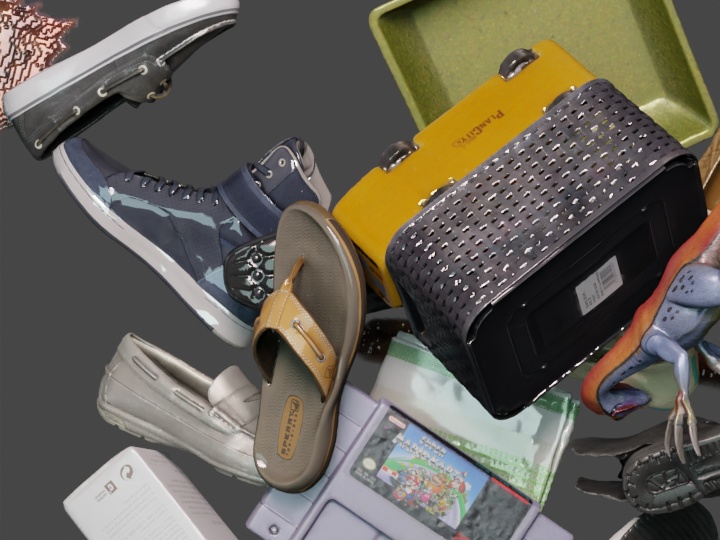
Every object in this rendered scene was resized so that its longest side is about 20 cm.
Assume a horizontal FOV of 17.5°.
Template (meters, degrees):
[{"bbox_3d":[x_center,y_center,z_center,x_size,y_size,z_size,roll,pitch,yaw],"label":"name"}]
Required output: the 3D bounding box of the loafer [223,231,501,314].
[{"bbox_3d":[0.000,0.000,1.660,0.199,0.070,0.069,-4,91,-9],"label":"loafer"}]

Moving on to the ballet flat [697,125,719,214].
[{"bbox_3d":[0.265,-0.052,1.639,0.068,0.072,0.201,30,87,-16],"label":"ballet flat"}]

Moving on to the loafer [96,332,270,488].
[{"bbox_3d":[-0.097,0.105,1.690,0.199,0.070,0.070,20,101,13],"label":"loafer"}]

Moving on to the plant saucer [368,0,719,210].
[{"bbox_3d":[0.129,-0.148,1.653,0.198,0.048,0.201,-23,119,7],"label":"plant saucer"}]

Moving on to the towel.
[{"bbox_3d":[0.060,0.161,1.683,0.148,0.031,0.202,19,89,14],"label":"towel"}]

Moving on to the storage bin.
[{"bbox_3d":[0.129,-0.013,1.568,0.199,0.136,0.094,-37,55,-10],"label":"storage bin"}]

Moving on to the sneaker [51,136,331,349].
[{"bbox_3d":[-0.114,-0.063,1.704,0.202,0.077,0.146,41,103,2],"label":"sneaker"}]

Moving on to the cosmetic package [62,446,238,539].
[{"bbox_3d":[-0.116,0.223,1.668,0.074,0.102,0.200,-40,77,4],"label":"cosmetic package"}]

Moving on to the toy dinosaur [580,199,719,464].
[{"bbox_3d":[0.220,0.027,1.578,0.180,0.105,0.202,-20,79,27],"label":"toy dinosaur"}]

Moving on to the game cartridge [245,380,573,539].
[{"bbox_3d":[0.036,0.180,1.635,0.199,0.038,0.130,34,93,-1],"label":"game cartridge"}]

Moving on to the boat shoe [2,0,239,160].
[{"bbox_3d":[-0.172,-0.147,1.742,0.199,0.069,0.057,-26,88,12],"label":"boat shoe"}]

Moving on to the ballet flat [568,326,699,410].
[{"bbox_3d":[0.146,0.041,1.655,0.198,0.069,0.070,15,86,8],"label":"ballet flat"}]

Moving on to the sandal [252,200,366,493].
[{"bbox_3d":[-0.048,0.055,1.583,0.081,0.054,0.202,21,105,37],"label":"sandal"}]

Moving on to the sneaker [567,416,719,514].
[{"bbox_3d":[0.244,0.126,1.613,0.198,0.104,0.061,-12,96,6],"label":"sneaker"}]

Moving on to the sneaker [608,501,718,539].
[{"bbox_3d":[0.164,0.231,1.632,0.200,0.088,0.074,-41,104,-20],"label":"sneaker"}]

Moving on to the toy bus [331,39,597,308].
[{"bbox_3d":[0.077,-0.068,1.596,0.200,0.079,0.065,-38,54,-11],"label":"toy bus"}]
